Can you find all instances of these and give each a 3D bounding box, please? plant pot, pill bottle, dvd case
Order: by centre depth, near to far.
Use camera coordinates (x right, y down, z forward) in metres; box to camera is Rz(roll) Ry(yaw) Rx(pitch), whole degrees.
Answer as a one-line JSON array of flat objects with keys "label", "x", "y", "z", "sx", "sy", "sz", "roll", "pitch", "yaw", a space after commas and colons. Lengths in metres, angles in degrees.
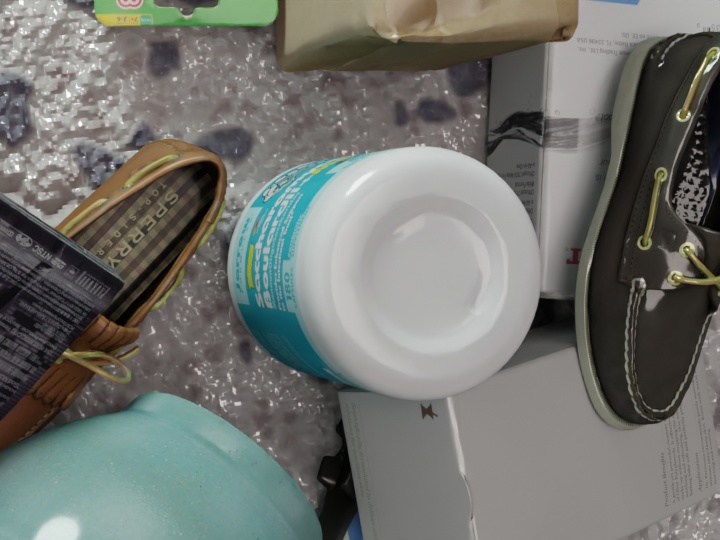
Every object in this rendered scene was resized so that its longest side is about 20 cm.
[{"label": "dvd case", "x": -0.216, "y": 0.045, "z": 0.719, "sx": 0.200, "sy": 0.016, "sz": 0.149, "roll": -48, "pitch": 141, "yaw": 3}, {"label": "plant pot", "x": -0.102, "y": 0.144, "z": 0.778, "sx": 0.200, "sy": 0.200, "sz": 0.134, "roll": 48, "pitch": 60, "yaw": -14}, {"label": "pill bottle", "x": 0.000, "y": 0.000, "z": 0.792, "sx": 0.110, "sy": 0.200, "sz": 0.112, "roll": 0, "pitch": 91, "yaw": -19}]

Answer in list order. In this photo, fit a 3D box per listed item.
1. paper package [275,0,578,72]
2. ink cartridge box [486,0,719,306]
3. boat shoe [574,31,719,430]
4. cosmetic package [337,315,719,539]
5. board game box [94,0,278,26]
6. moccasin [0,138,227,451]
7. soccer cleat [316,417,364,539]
[{"label": "paper package", "x": 0.024, "y": -0.201, "z": 0.799, "sx": 0.103, "sy": 0.191, "sz": 0.201, "roll": -2, "pitch": 92, "yaw": -17}, {"label": "ink cartridge box", "x": 0.149, "y": -0.083, "z": 0.901, "sx": 0.144, "sy": 0.084, "sz": 0.201, "roll": 3, "pitch": 90, "yaw": -19}, {"label": "boat shoe", "x": 0.156, "y": -0.021, "z": 0.814, "sx": 0.071, "sy": 0.060, "sz": 0.203, "roll": 13, "pitch": 82, "yaw": -36}, {"label": "cosmetic package", "x": 0.093, "y": 0.089, "z": 0.849, "sx": 0.199, "sy": 0.085, "sz": 0.108, "roll": -12, "pitch": 95, "yaw": -41}, {"label": "board game box", "x": -0.090, "y": -0.224, "z": 0.839, "sx": 0.095, "sy": 0.030, "sz": 0.201, "roll": -1, "pitch": 89, "yaw": -6}, {"label": "moccasin", "x": -0.137, "y": 0.019, "z": 0.811, "sx": 0.201, "sy": 0.078, "sz": 0.074, "roll": -44, "pitch": 105, "yaw": -13}, {"label": "soccer cleat", "x": -0.002, "y": 0.169, "z": 0.865, "sx": 0.086, "sy": 0.070, "sz": 0.201, "roll": 30, "pitch": 83, "yaw": -21}]
